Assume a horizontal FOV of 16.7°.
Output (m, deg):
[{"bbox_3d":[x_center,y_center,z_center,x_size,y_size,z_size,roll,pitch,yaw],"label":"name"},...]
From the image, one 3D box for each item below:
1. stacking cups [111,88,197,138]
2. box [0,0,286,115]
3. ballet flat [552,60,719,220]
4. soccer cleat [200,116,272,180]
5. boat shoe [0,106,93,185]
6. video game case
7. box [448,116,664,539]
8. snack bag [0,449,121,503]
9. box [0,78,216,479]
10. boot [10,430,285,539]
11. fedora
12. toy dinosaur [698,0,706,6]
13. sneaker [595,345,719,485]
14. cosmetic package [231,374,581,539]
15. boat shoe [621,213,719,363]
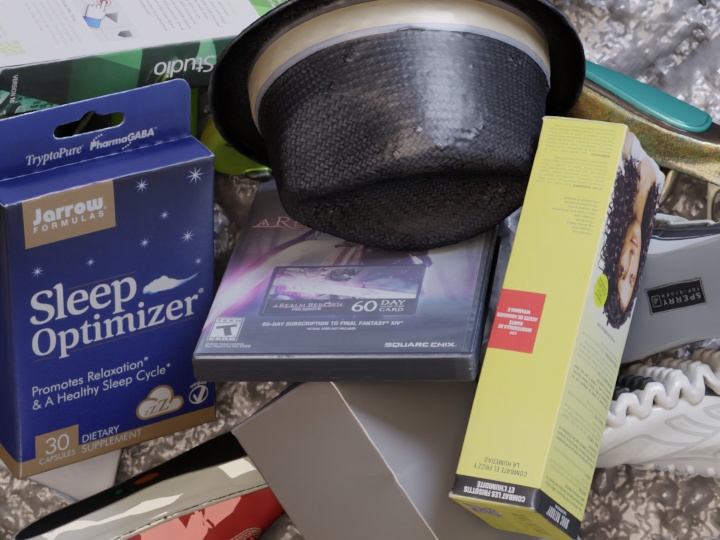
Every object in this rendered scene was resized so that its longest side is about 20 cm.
[{"bbox_3d":[-0.120,-0.050,1.376,0.060,0.060,0.202,2,87,10],"label":"stacking cups"},{"bbox_3d":[-0.129,-0.150,1.312,0.199,0.036,0.145,-11,47,-27],"label":"box"},{"bbox_3d":[0.186,-0.056,1.323,0.199,0.071,0.071,21,89,11],"label":"ballet flat"},{"bbox_3d":[-0.009,-0.126,1.370,0.200,0.065,0.084,-35,55,9],"label":"soccer cleat"},{"bbox_3d":[-0.180,-0.105,1.330,0.074,0.200,0.063,7,121,-2],"label":"boat shoe"},{"bbox_3d":[0.000,0.000,1.291,0.142,0.200,0.019,-1,120,10],"label":"video game case"},{"bbox_3d":[0.100,0.029,1.229,0.050,0.075,0.201,9,76,27],"label":"box"},{"bbox_3d":[-0.206,0.022,1.366,0.187,0.021,0.201,20,112,12],"label":"snack bag"},{"bbox_3d":[-0.135,0.006,1.287,0.120,0.032,0.201,-15,123,-27],"label":"box"},{"bbox_3d":[-0.075,0.173,1.353,0.199,0.072,0.145,-24,98,-2],"label":"boot"},{"bbox_3d":[0.022,-0.070,1.268,0.199,0.201,0.092,-12,57,8],"label":"fedora"},{"bbox_3d":[0.100,-0.201,1.336,0.200,0.077,0.102,46,74,-11],"label":"toy dinosaur"},{"bbox_3d":[0.179,0.082,1.293,0.199,0.075,0.082,-17,98,-10],"label":"sneaker"},{"bbox_3d":[0.036,0.128,1.285,0.090,0.107,0.201,-37,87,39],"label":"cosmetic package"},{"bbox_3d":[0.169,0.004,1.299,0.199,0.068,0.074,-15,90,45],"label":"boat shoe"}]
